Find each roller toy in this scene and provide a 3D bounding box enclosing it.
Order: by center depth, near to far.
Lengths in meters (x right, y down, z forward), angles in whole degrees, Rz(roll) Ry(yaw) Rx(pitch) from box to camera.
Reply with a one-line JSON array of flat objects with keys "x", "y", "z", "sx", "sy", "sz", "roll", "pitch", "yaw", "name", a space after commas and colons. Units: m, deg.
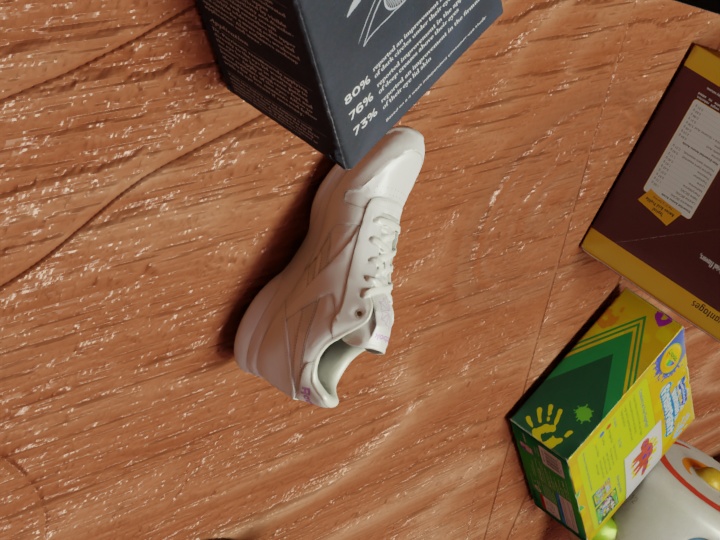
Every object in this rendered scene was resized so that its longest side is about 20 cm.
[{"x": 0.313, "y": 0.251, "z": 2.231, "sx": 0.140, "sy": 0.182, "sz": 0.200, "roll": -56, "pitch": 162, "yaw": 16, "name": "roller toy"}]

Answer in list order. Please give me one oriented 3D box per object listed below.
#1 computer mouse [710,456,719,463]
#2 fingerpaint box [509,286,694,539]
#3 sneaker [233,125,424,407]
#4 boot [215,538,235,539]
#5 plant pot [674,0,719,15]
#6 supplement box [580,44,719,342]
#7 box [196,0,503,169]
[{"x": 0.372, "y": 0.236, "z": 2.486, "sx": 0.200, "sy": 0.046, "sz": 0.141, "roll": -25, "pitch": 147, "yaw": -27, "name": "computer mouse"}, {"x": 0.225, "y": 0.135, "z": 2.084, "sx": 0.167, "sy": 0.073, "sz": 0.200, "roll": -47, "pitch": 153, "yaw": -14, "name": "fingerpaint box"}, {"x": 0.000, "y": 0.000, "z": 1.520, "sx": 0.200, "sy": 0.100, "sz": 0.075, "roll": -60, "pitch": 151, "yaw": 7, "name": "sneaker"}, {"x": -0.101, "y": 0.286, "z": 1.718, "sx": 0.155, "sy": 0.072, "sz": 0.200, "roll": -55, "pitch": 154, "yaw": 5, "name": "boot"}, {"x": 0.276, "y": -0.275, "z": 1.575, "sx": 0.199, "sy": 0.200, "sz": 0.178, "roll": -11, "pitch": 120, "yaw": -55, "name": "plant pot"}, {"x": 0.334, "y": -0.050, "z": 1.911, "sx": 0.133, "sy": 0.197, "sz": 0.200, "roll": 3, "pitch": 119, "yaw": -60, "name": "supplement box"}, {"x": -0.012, "y": -0.180, "z": 1.284, "sx": 0.148, "sy": 0.104, "sz": 0.200, "roll": -46, "pitch": 152, "yaw": -18, "name": "box"}]
